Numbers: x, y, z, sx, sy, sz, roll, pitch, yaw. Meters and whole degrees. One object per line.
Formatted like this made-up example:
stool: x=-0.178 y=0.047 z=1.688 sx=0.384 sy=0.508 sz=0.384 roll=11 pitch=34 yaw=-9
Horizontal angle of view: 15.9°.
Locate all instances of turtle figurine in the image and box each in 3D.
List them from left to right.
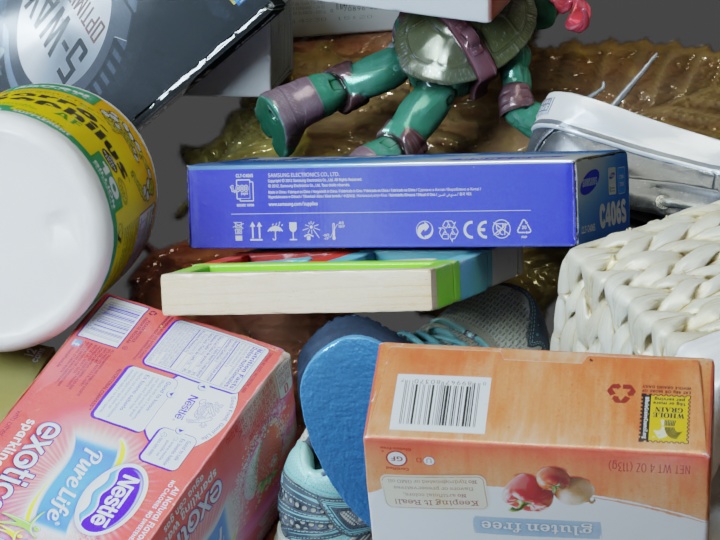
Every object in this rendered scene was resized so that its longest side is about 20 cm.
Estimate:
turtle figurine: x=0.051 y=-0.108 z=1.387 sx=0.200 sy=0.101 sz=0.150 roll=-31 pitch=44 yaw=-16

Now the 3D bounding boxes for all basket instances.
basket: x=0.190 y=0.043 z=1.157 sx=0.200 sy=0.136 sz=0.123 roll=-17 pitch=40 yaw=-28

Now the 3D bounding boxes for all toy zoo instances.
toy zoo: x=0.000 y=0.000 z=1.249 sx=0.131 sy=0.021 sz=0.200 roll=-1 pitch=5 yaw=17

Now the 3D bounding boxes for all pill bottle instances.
pill bottle: x=-0.160 y=-0.033 z=1.263 sx=0.113 sy=0.113 sz=0.200 roll=0 pitch=9 yaw=6

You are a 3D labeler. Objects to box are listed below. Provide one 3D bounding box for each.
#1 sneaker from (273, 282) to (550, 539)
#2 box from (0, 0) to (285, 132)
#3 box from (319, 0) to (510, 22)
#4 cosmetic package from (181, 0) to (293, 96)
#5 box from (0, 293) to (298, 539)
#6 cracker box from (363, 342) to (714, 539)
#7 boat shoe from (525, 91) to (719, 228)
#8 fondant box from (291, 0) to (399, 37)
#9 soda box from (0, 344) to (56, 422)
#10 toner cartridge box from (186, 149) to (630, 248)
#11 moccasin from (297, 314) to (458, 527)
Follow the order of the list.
sneaker: x=0.031 y=0.063 z=1.204 sx=0.078 sy=0.086 sz=0.200 roll=19 pitch=48 yaw=25
box: x=-0.164 y=-0.166 z=1.371 sx=0.160 sy=0.200 sz=0.044 roll=-38 pitch=1 yaw=10
box: x=0.052 y=-0.240 z=1.369 sx=0.106 sy=0.153 sz=0.200 roll=10 pitch=30 yaw=19
cosmetic package: x=-0.142 y=-0.129 z=1.438 sx=0.200 sy=0.051 sz=0.083 roll=1 pitch=13 yaw=7
box: x=-0.116 y=0.117 z=1.154 sx=0.102 sy=0.095 sz=0.200 roll=16 pitch=46 yaw=21
cracker box: x=0.075 y=0.121 z=1.052 sx=0.134 sy=0.200 sz=0.058 roll=2 pitch=44 yaw=8
boat shoe: x=0.177 y=-0.029 z=1.310 sx=0.200 sy=0.072 sz=0.068 roll=19 pitch=80 yaw=6
fondant box: x=-0.018 y=-0.222 z=1.544 sx=0.144 sy=0.058 sz=0.200 roll=-4 pitch=41 yaw=1
soda box: x=-0.205 y=0.118 z=1.182 sx=0.064 sy=0.068 sz=0.200 roll=12 pitch=45 yaw=18
toner cartridge box: x=0.024 y=-0.035 z=1.263 sx=0.200 sy=0.043 sz=0.095 roll=0 pitch=6 yaw=21
moccasin: x=0.038 y=0.089 z=1.121 sx=0.080 sy=0.200 sz=0.068 roll=-29 pitch=30 yaw=17
